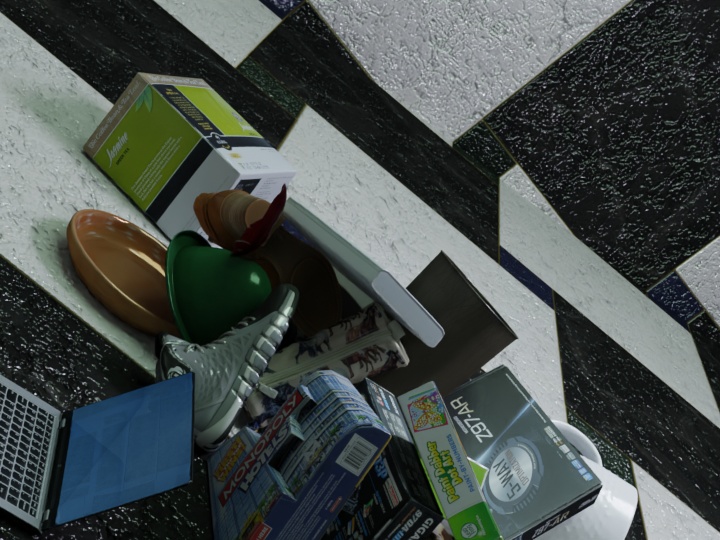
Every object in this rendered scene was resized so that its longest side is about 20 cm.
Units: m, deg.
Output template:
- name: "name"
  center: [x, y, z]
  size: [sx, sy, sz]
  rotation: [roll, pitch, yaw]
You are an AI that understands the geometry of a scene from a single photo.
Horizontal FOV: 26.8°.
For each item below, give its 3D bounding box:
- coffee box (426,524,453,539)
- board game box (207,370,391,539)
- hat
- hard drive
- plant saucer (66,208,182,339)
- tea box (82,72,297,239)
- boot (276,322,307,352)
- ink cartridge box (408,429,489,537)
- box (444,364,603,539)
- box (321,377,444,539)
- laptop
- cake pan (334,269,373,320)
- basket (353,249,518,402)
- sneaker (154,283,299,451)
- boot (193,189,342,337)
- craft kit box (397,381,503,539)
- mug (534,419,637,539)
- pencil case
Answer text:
- name: "coffee box"
  center: [0.079, 0.344, 1.508]
  size: [0.113, 0.080, 0.201]
  rotation: [21, 26, -52]
- name: "board game box"
  center: [-0.076, 0.187, 1.437]
  size: [0.061, 0.201, 0.200]
  rotation: [34, 3, -23]
- name: "hat"
  center: [-0.103, 0.011, 1.641]
  size: [0.200, 0.174, 0.168]
  rotation: [-14, 86, -73]
- name: "hard drive"
  center: [0.000, 0.000, 1.665]
  size: [0.132, 0.026, 0.200]
  rotation: [46, -5, -41]
- name: "plant saucer"
  center: [-0.251, 0.010, 1.700]
  size: [0.199, 0.038, 0.201]
  rotation: [38, 16, -12]
- name: "tea box"
  center: [-0.222, -0.147, 1.997]
  size: [0.197, 0.134, 0.200]
  rotation: [45, 16, 11]
- name: "boot"
  center: [-0.079, 0.088, 1.813]
  size: [0.157, 0.080, 0.212]
  rotation: [34, 17, -24]
- name: "ink cartridge box"
  center: [0.086, 0.244, 1.678]
  size: [0.199, 0.077, 0.147]
  rotation: [30, -15, -32]
- name: "box"
  center: [0.165, 0.225, 1.798]
  size: [0.159, 0.044, 0.201]
  rotation: [-23, 58, -26]
- name: "box"
  center: [-0.008, 0.224, 1.480]
  size: [0.046, 0.159, 0.201]
  rotation: [32, 18, -29]
- name: "laptop"
  center: [-0.253, 0.119, 1.274]
  size: [0.199, 0.116, 0.188]
  rotation: [35, 17, -19]
- name: "cake pan"
  center: [-0.011, 0.062, 1.917]
  size: [0.200, 0.037, 0.201]
  rotation: [41, -27, 27]
- name: "basket"
  center: [0.066, 0.094, 1.755]
  size: [0.136, 0.200, 0.180]
  rotation: [48, 5, 3]
- name: "sneaker"
  center: [-0.148, 0.075, 1.553]
  size: [0.115, 0.201, 0.075]
  rotation: [30, -27, -2]
- name: "boot"
  center: [-0.113, -0.010, 1.754]
  size: [0.200, 0.077, 0.155]
  rotation: [50, -19, -25]
- name: "craft kit box"
  center: [0.105, 0.241, 1.430]
  size: [0.198, 0.048, 0.201]
  rotation: [-117, -177, -47]
- name: "mug"
  center: [0.242, 0.274, 1.899]
  size: [0.174, 0.148, 0.201]
  rotation: [30, 47, -2]
- name: "pencil case"
  center: [-0.044, 0.103, 1.648]
  size: [0.089, 0.198, 0.079]
  rotation: [-108, 174, -87]
